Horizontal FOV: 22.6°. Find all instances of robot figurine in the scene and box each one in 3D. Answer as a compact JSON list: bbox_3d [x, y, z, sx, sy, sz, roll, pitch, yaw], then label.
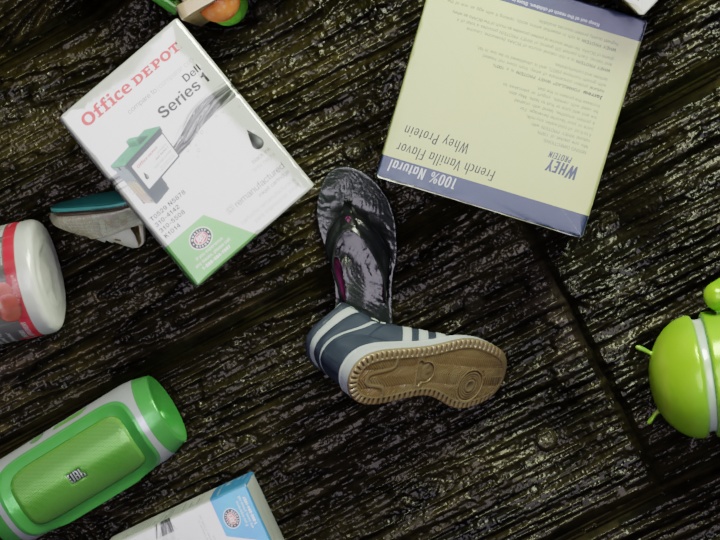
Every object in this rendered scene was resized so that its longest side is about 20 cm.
[{"bbox_3d":[0.358,0.091,1.669,0.197,0.116,0.178,-9,102,5],"label":"robot figurine"}]

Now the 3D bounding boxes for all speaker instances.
[{"bbox_3d":[-0.269,0.184,1.740,0.199,0.088,0.089,-32,92,6],"label":"speaker"}]

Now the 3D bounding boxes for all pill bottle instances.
[{"bbox_3d":[-0.391,0.024,1.722,0.198,0.111,0.112,-12,94,5],"label":"pill bottle"}]

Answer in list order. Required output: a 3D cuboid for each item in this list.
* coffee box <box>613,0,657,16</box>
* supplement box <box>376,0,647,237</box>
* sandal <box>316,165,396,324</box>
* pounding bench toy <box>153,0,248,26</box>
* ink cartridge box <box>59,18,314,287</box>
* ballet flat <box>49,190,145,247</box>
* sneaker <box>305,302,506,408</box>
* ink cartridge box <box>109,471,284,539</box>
[{"bbox_3d":[0.234,-0.292,1.604,0.113,0.200,0.080,45,100,-1],"label":"coffee box"},{"bbox_3d":[0.137,-0.156,1.655,0.198,0.134,0.202,16,96,3],"label":"supplement box"},{"bbox_3d":[0.001,0.001,1.722,0.074,0.048,0.203,-7,95,5],"label":"sandal"},{"bbox_3d":[-0.165,-0.295,1.672,0.199,0.124,0.157,-29,93,6],"label":"pounding bench toy"},{"bbox_3d":[-0.160,-0.107,1.654,0.146,0.084,0.200,-40,93,-3],"label":"ink cartridge box"},{"bbox_3d":[-0.200,-0.051,1.726,0.198,0.068,0.063,-12,104,5],"label":"ballet flat"},{"bbox_3d":[0.040,0.078,1.702,0.198,0.108,0.071,2,109,-39],"label":"sneaker"},{"bbox_3d":[-0.173,0.292,1.749,0.198,0.068,0.117,-25,93,5],"label":"ink cartridge box"}]
